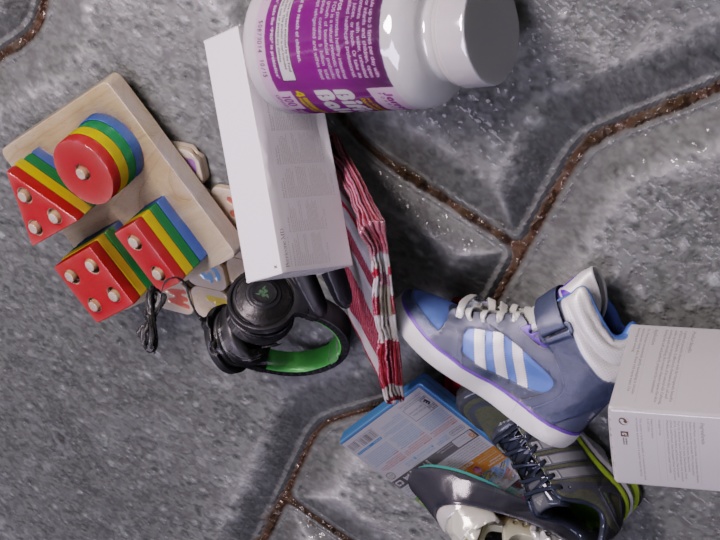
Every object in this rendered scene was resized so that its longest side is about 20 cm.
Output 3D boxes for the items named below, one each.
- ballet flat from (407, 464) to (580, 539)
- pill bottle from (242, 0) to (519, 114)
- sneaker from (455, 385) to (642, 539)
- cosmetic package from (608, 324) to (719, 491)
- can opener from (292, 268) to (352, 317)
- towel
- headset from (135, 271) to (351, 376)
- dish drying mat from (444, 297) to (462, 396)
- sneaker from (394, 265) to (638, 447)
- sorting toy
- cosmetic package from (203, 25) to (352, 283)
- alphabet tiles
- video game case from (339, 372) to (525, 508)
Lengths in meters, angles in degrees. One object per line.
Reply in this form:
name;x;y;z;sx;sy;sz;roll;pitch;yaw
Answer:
ballet flat;0.130;0.236;1.634;0.198;0.073;0.073;18;134;11
pill bottle;0.017;-0.178;1.372;0.199;0.112;0.113;1;125;36
sneaker;0.162;0.168;1.574;0.200;0.081;0.074;39;132;-8
cosmetic package;0.300;0.109;1.388;0.198;0.108;0.085;5;129;19
can opener;-0.062;-0.054;1.545;0.063;0.079;0.202;-11;105;37
towel;0.000;0.000;1.538;0.144;0.023;0.201;-116;15;-51
headset;-0.105;0.059;1.639;0.199;0.095;0.124;19;145;-19
dish drying mat;0.109;0.114;1.623;0.076;0.018;0.201;19;134;20
sneaker;0.138;0.038;1.496;0.199;0.081;0.147;37;113;11
sorting toy;-0.240;-0.056;1.677;0.199;0.070;0.199;-23;108;47
cosmetic package;-0.068;-0.095;1.460;0.050;0.082;0.202;-14;85;43
alphabet tiles;-0.173;-0.038;1.704;0.194;0.015;0.201;12;130;28
video game case;0.095;0.187;1.669;0.200;0.018;0.143;38;137;-11
